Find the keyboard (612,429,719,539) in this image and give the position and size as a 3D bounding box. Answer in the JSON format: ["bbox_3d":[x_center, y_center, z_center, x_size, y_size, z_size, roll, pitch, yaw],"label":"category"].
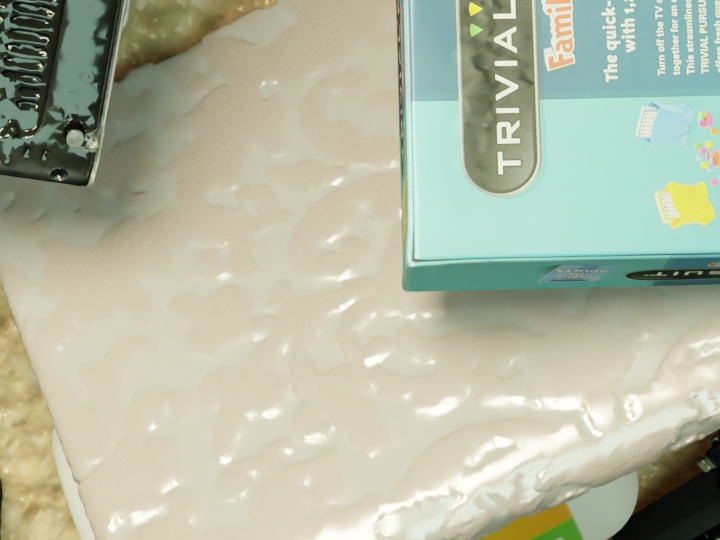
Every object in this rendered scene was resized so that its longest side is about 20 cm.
[{"bbox_3d":[0.158,0.070,0.866,0.104,0.040,0.200,37,129,-19],"label":"keyboard"}]

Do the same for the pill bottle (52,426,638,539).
[{"bbox_3d":[0.016,0.051,0.840,0.199,0.111,0.111,-27,113,1],"label":"pill bottle"}]

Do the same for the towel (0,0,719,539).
[{"bbox_3d":[0.000,0.000,0.788,0.199,0.192,0.032,-26,147,0],"label":"towel"}]

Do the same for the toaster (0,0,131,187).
[{"bbox_3d":[-0.152,-0.128,0.736,0.199,0.119,0.182,7,109,-13],"label":"toaster"}]

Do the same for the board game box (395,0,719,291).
[{"bbox_3d":[0.108,-0.074,0.730,0.199,0.047,0.152,-1,81,0],"label":"board game box"}]

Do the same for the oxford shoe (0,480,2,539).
[{"bbox_3d":[-0.205,0.070,0.822,0.199,0.084,0.073,7,111,-11],"label":"oxford shoe"}]
